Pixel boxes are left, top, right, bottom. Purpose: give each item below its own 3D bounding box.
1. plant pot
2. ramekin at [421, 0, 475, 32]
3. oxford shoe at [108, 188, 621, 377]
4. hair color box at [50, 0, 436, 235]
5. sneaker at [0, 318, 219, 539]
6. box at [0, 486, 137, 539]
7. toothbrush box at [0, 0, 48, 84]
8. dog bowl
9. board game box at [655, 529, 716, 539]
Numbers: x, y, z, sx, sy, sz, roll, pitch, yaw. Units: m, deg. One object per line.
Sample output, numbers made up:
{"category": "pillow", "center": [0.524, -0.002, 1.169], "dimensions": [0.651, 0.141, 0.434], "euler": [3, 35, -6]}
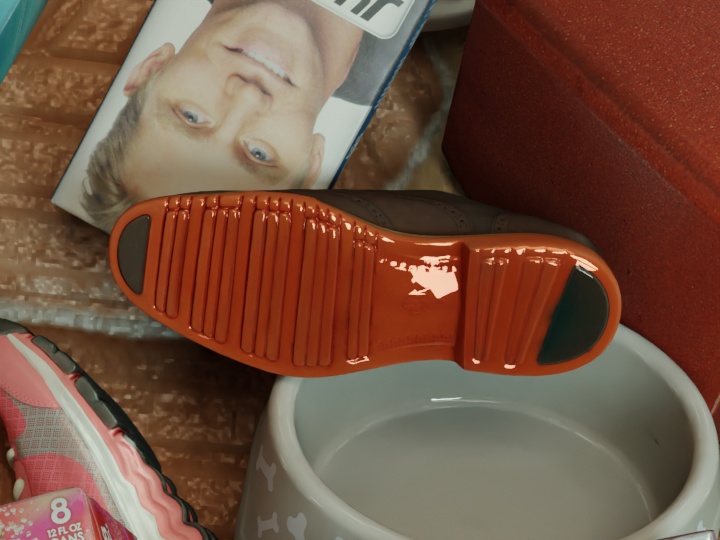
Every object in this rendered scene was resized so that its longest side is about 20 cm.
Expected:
{"category": "plant pot", "center": [0.147, -0.068, 1.117], "dimensions": [0.176, 0.200, 0.200], "euler": [40, 64, 16]}
{"category": "ramekin", "center": [0.019, -0.213, 1.165], "dimensions": [0.202, 0.094, 0.203], "euler": [0, 68, -1]}
{"category": "oxford shoe", "center": [0.000, 0.000, 1.050], "dimensions": [0.199, 0.073, 0.071], "euler": [9, 110, -6]}
{"category": "hair color box", "center": [-0.034, -0.094, 1.081], "dimensions": [0.100, 0.061, 0.200], "euler": [29, 104, -1]}
{"category": "sneaker", "center": [-0.109, 0.107, 1.037], "dimensions": [0.087, 0.074, 0.200], "euler": [-37, 74, -4]}
{"category": "box", "center": [-0.173, 0.154, 0.951], "dimensions": [0.199, 0.100, 0.096], "euler": [-15, 72, 3]}
{"category": "toothbrush box", "center": [-0.191, -0.163, 1.115], "dimensions": [0.146, 0.085, 0.200], "euler": [26, 65, -3]}
{"category": "dog bowl", "center": [0.050, 0.079, 1.041], "dimensions": [0.199, 0.059, 0.200], "euler": [4, 36, -3]}
{"category": "board game box", "center": [0.047, 0.207, 0.929], "dimensions": [0.199, 0.043, 0.200], "euler": [-12, 85, 7]}
